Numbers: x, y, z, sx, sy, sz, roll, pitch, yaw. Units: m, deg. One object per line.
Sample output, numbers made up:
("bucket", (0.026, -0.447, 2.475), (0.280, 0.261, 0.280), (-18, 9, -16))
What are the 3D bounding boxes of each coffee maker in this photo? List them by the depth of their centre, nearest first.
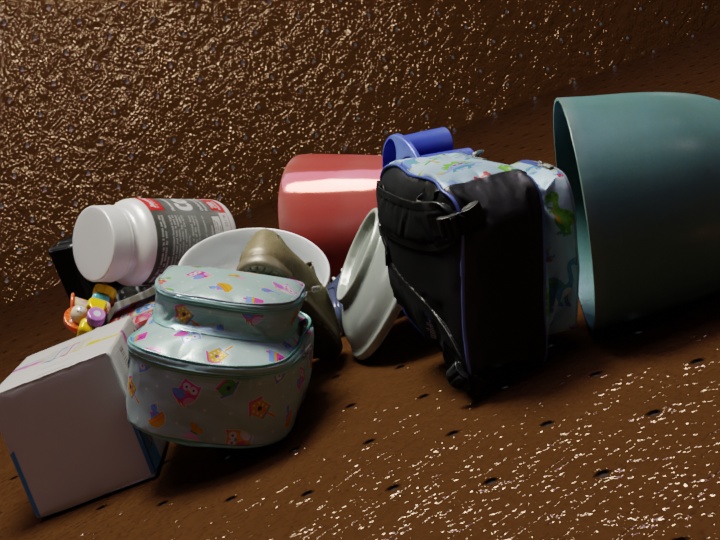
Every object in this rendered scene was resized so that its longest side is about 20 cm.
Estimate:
("coffee maker", (-0.363, 0.040, 1.732), (0.190, 0.203, 0.135), (-16, 10, 23))

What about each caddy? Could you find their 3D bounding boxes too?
("caddy", (0.079, -0.073, 1.453), (0.104, 0.202, 0.142), (-18, 34, -16))

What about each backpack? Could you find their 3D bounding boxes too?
("backpack", (0.102, -0.016, 1.077), (0.145, 0.186, 0.200), (-13, 19, -18))
("backpack", (-0.132, 0.081, 1.133), (0.173, 0.155, 0.200), (9, 21, 2))

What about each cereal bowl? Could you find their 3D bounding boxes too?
("cereal bowl", (-0.135, 0.033, 1.543), (0.197, 0.084, 0.201), (1, 34, 0))

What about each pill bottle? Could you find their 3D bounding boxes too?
("pill bottle", (-0.271, -0.038, 1.600), (0.113, 0.116, 0.198), (-11, -6, 43))

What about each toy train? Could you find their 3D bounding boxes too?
("toy train", (-0.354, 0.096, 1.512), (0.055, 0.152, 0.200), (16, 17, -9))

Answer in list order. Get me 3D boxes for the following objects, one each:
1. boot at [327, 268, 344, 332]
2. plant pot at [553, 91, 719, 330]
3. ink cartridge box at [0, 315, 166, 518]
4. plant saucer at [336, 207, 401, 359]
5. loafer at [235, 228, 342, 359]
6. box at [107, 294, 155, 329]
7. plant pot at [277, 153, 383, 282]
("boot", (0.000, 0.000, 1.490), (0.089, 0.073, 0.201), (-23, 24, 9))
("plant pot", (0.260, -0.060, 1.037), (0.158, 0.204, 0.201), (-8, 11, 5))
("ink cartridge box", (-0.274, 0.140, 1.223), (0.124, 0.130, 0.200), (-21, 9, 0))
("plant saucer", (0.017, -0.008, 1.278), (0.050, 0.202, 0.200), (23, 3, -10))
("loafer", (-0.067, 0.027, 1.278), (0.075, 0.201, 0.068), (-4, 56, 18))
("box", (-0.262, 0.091, 1.550), (0.099, 0.097, 0.200), (-22, 9, -4))
("plant pot", (0.007, -0.074, 1.667), (0.175, 0.203, 0.200), (-7, 14, 23))
